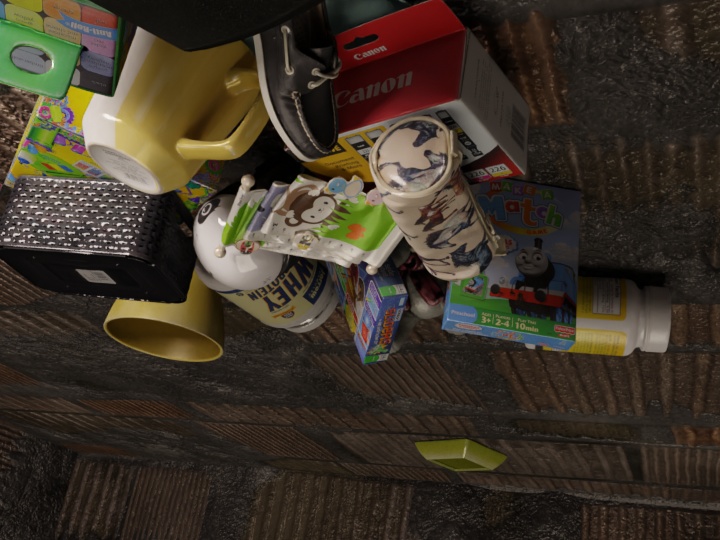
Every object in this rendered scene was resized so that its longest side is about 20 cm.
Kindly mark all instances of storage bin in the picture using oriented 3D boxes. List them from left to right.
[{"bbox_3d":[-0.302,-0.033,0.919,0.199,0.094,0.135,5,156,12],"label":"storage bin"}]

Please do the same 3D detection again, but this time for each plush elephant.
[{"bbox_3d":[0.074,-0.011,1.066,0.164,0.200,0.155,-16,122,41],"label":"plush elephant"}]

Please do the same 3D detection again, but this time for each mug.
[{"bbox_3d":[-0.186,-0.163,0.766,0.149,0.153,0.186,35,159,-22],"label":"mug"}]

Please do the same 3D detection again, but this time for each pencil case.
[{"bbox_3d":[0.075,-0.062,0.737,0.089,0.078,0.200,-16,152,14],"label":"pencil case"}]

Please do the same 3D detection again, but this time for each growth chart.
[{"bbox_3d":[-0.044,-0.049,0.823,0.199,0.018,0.145,8,140,-15],"label":"growth chart"}]

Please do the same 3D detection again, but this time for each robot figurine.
[{"bbox_3d":[-0.113,-0.061,0.949,0.124,0.200,0.151,4,122,33],"label":"robot figurine"}]

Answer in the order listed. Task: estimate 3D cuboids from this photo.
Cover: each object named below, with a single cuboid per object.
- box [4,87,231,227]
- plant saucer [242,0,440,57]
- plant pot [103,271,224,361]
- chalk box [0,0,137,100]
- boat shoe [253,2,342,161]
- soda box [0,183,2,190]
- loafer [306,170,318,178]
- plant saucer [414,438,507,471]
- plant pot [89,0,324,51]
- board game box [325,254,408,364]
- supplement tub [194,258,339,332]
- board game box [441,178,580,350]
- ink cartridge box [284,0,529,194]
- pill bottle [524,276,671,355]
[{"bbox_3d":[-0.282,-0.146,0.923,0.200,0.122,0.192,22,152,-27],"label":"box"},{"bbox_3d":[-0.013,-0.220,0.767,0.200,0.039,0.201,8,156,3],"label":"plant saucer"},{"bbox_3d":[-0.317,0.055,1.341,0.199,0.142,0.200,8,155,4],"label":"plant pot"},{"bbox_3d":[-0.238,-0.232,0.627,0.124,0.201,0.124,16,154,-15],"label":"chalk box"},{"bbox_3d":[-0.049,-0.190,0.674,0.060,0.074,0.201,0,115,31],"label":"boat shoe"},{"bbox_3d":[-0.624,-0.141,1.125,0.070,0.064,0.200,-7,150,32],"label":"soda box"},{"bbox_3d":[0.028,-0.091,0.931,0.199,0.073,0.072,-7,134,-19],"label":"loafer"},{"bbox_3d":[0.289,0.541,2.282,0.199,0.048,0.200,-15,146,42],"label":"plant saucer"},{"bbox_3d":[-0.119,-0.264,0.519,0.199,0.201,0.177,23,152,-28],"label":"plant pot"},{"bbox_3d":[0.000,0.000,1.011,0.034,0.200,0.136,-7,141,-18],"label":"board game box"},{"bbox_3d":[-0.130,-0.003,1.150,0.145,0.145,0.200,-6,151,31],"label":"supplement tub"},{"bbox_3d":[0.184,-0.015,0.944,0.151,0.201,0.037,9,154,-1],"label":"board game box"},{"bbox_3d":[0.033,-0.148,0.758,0.200,0.084,0.175,-10,150,36],"label":"ink cartridge box"},{"bbox_3d":[0.347,0.067,1.164,0.199,0.115,0.114,4,155,13],"label":"pill bottle"}]
